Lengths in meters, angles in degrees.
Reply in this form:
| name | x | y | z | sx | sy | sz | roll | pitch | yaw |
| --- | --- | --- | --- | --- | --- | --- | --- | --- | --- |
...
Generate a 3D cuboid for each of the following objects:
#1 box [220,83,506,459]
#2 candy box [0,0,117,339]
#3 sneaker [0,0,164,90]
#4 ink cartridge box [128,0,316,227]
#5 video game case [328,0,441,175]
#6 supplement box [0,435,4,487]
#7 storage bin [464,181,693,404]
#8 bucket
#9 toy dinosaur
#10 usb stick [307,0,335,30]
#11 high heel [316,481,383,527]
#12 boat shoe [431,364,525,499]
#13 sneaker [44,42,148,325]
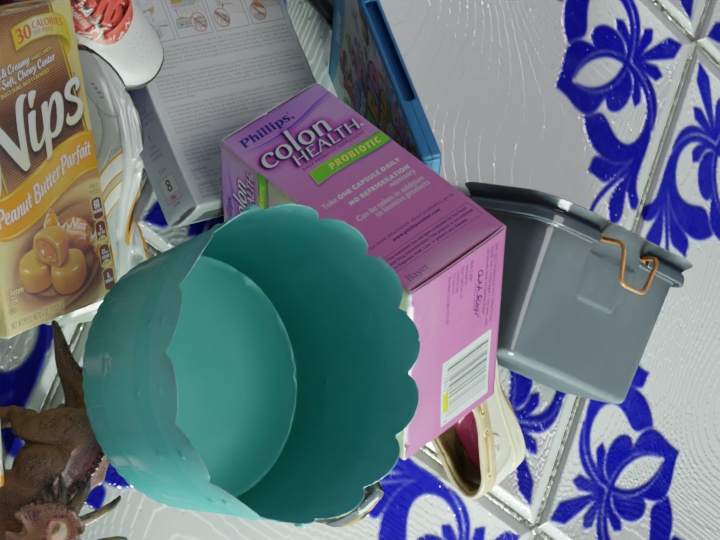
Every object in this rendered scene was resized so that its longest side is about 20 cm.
| name | x | y | z | sx | sy | sz | roll | pitch | yaw |
| --- | --- | --- | --- | --- | --- | --- | --- | --- | --- |
| box | 0.000 | 0.000 | 1.581 | 0.096 | 0.200 | 0.177 | -34 | 145 | -28 |
| candy box | -0.226 | -0.067 | 1.425 | 0.115 | 0.055 | 0.202 | -25 | 111 | -54 |
| sneaker | -0.195 | -0.198 | 1.509 | 0.201 | 0.108 | 0.068 | 41 | 65 | -25 |
| ink cartridge box | -0.109 | -0.145 | 1.658 | 0.162 | 0.057 | 0.201 | -16 | 78 | -42 |
| video game case | 0.016 | -0.118 | 1.647 | 0.018 | 0.144 | 0.201 | -12 | 58 | -12 |
| supplement box | -0.295 | 0.070 | 1.365 | 0.125 | 0.073 | 0.201 | -27 | 138 | -33 |
| storage bin | 0.172 | 0.026 | 1.842 | 0.199 | 0.145 | 0.136 | 23 | 82 | -40 |
| bucket | -0.074 | 0.066 | 1.443 | 0.206 | 0.134 | 0.209 | 6 | 80 | -36 |
| toy dinosaur | -0.200 | 0.136 | 1.477 | 0.086 | 0.135 | 0.202 | 36 | 63 | -35 |
| usb stick | -0.056 | -0.256 | 1.705 | 0.200 | 0.032 | 0.056 | 49 | 29 | -30 |
| high heel | -0.013 | 0.095 | 1.649 | 0.071 | 0.142 | 0.202 | 27 | 69 | -38 |
| boat shoe | 0.071 | 0.096 | 1.776 | 0.069 | 0.073 | 0.201 | -47 | 119 | -41 |
| sneaker | -0.201 | -0.054 | 1.520 | 0.091 | 0.075 | 0.202 | -16 | 110 | -33 |
